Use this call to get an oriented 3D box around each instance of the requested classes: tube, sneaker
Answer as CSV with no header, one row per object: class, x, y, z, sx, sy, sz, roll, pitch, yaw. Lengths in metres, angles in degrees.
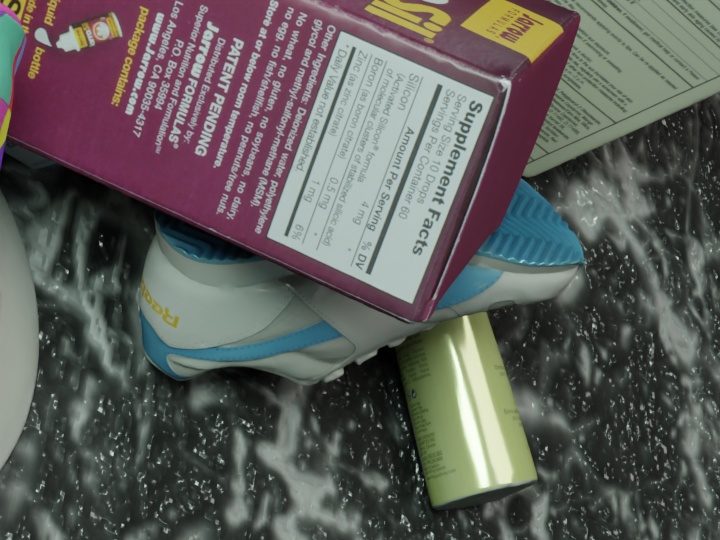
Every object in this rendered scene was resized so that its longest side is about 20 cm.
tube,0.033,0.008,1.077,0.052,0.058,0.201,-2,73,-49
sneaker,0.000,0.000,0.985,0.199,0.081,0.077,-3,42,-25

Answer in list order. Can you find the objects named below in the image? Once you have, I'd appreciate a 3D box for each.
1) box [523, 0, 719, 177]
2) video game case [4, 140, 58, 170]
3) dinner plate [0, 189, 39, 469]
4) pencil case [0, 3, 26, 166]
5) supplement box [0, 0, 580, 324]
box,0.120,-0.151,1.146,0.128,0.199,0.109,36,48,-32
video game case,-0.177,-0.135,0.897,0.200,0.018,0.144,32,46,-59
dinner plate,-0.191,-0.002,0.856,0.200,0.024,0.201,25,53,-38
pencil case,-0.164,0.004,0.786,0.088,0.088,0.201,14,81,-44
supplement box,-0.034,-0.080,0.898,0.199,0.104,0.131,24,22,8
